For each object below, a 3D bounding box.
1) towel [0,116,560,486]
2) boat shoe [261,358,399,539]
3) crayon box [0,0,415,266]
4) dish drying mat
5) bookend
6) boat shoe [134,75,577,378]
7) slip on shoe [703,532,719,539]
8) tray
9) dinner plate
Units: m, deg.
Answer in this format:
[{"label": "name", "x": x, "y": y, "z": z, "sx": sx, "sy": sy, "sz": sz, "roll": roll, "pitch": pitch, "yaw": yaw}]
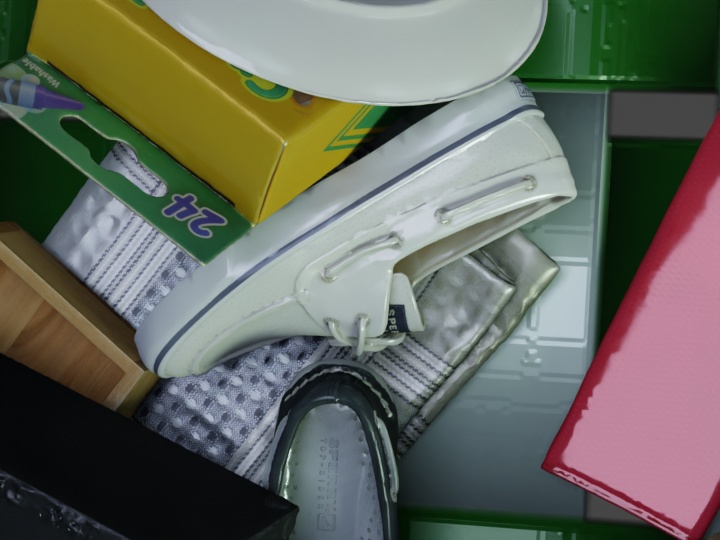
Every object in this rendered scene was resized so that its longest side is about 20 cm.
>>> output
[{"label": "towel", "x": -0.042, "y": 0.007, "z": 0.943, "sx": 0.192, "sy": 0.035, "sz": 0.200, "roll": 42, "pitch": 95, "yaw": 14}, {"label": "boat shoe", "x": -0.017, "y": 0.140, "z": 0.897, "sx": 0.075, "sy": 0.060, "sz": 0.201, "roll": -3, "pitch": 97, "yaw": 3}, {"label": "crayon box", "x": -0.044, "y": -0.099, "z": 0.876, "sx": 0.126, "sy": 0.200, "sz": 0.052, "roll": 37, "pitch": 135, "yaw": 14}, {"label": "dish drying mat", "x": 0.155, "y": 0.012, "z": 0.903, "sx": 0.077, "sy": 0.018, "sz": 0.201, "roll": 27, "pitch": 92, "yaw": 14}, {"label": "bookend", "x": -0.154, "y": 0.154, "z": 0.884, "sx": 0.198, "sy": 0.092, "sz": 0.201, "roll": 24, "pitch": 109, "yaw": 19}, {"label": "boat shoe", "x": 0.000, "y": 0.000, "z": 0.890, "sx": 0.199, "sy": 0.071, "sz": 0.070, "roll": -32, "pitch": 79, "yaw": 3}, {"label": "slip on shoe", "x": 0.161, "y": 0.129, "z": 0.868, "sx": 0.200, "sy": 0.076, "sz": 0.061, "roll": -48, "pitch": 65, "yaw": 12}, {"label": "tray", "x": -0.182, "y": 0.087, "z": 0.953, "sx": 0.099, "sy": 0.037, "sz": 0.200, "roll": 40, "pitch": 105, "yaw": 11}, {"label": "dinner plate", "x": -0.013, "y": -0.145, "z": 0.881, "sx": 0.200, "sy": 0.200, "sz": 0.024, "roll": 39, "pitch": 135, "yaw": 14}]
